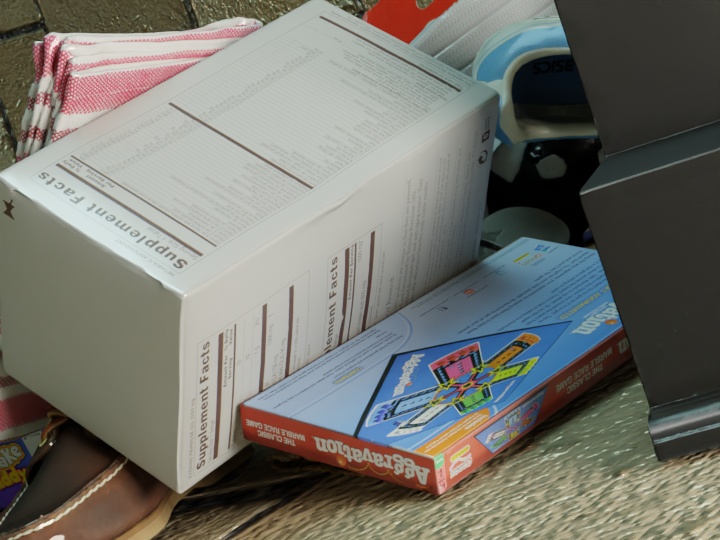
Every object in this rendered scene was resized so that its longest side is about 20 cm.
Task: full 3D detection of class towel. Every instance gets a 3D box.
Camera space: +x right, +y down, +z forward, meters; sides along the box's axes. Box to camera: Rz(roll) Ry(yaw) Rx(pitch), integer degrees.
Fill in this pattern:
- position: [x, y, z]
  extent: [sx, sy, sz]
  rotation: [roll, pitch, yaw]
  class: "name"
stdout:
- position: [-0.115, -0.019, 0.947]
  extent: [0.030, 0.200, 0.146]
  rotation: [31, 25, 26]
  class: "towel"

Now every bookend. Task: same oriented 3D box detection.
- position: [0.135, -0.057, 0.794]
  extent: [0.092, 0.201, 0.199]
  rotation: [-17, 6, 17]
  class: "bookend"

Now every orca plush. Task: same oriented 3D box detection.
- position: [0.089, -0.017, 1.147]
  extent: [0.105, 0.071, 0.200]
  rotation: [-1, -28, -38]
  class: "orca plush"

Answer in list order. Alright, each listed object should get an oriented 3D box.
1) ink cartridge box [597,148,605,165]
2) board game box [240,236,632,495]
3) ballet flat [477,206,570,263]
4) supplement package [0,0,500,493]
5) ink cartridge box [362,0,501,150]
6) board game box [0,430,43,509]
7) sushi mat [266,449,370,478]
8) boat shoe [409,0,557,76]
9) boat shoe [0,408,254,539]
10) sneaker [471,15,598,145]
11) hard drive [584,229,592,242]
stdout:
- position: [0.238, -0.061, 1.016]
  extent: [0.200, 0.083, 0.146]
  rotation: [-25, 8, -33]
  class: "ink cartridge box"
- position: [0.053, 0.035, 0.888]
  extent: [0.103, 0.020, 0.200]
  rotation: [11, 28, 39]
  class: "board game box"
- position: [0.029, 0.027, 0.984]
  extent: [0.067, 0.046, 0.200]
  rotation: [32, 44, 29]
  class: "ballet flat"
- position: [-0.048, -0.017, 0.903]
  extent: [0.114, 0.110, 0.200]
  rotation: [31, 46, 28]
  class: "supplement package"
- position: [0.052, -0.122, 1.238]
  extent: [0.050, 0.200, 0.162]
  rotation: [12, -37, -38]
  class: "ink cartridge box"
- position: [-0.167, 0.065, 1.149]
  extent: [0.134, 0.045, 0.200]
  rotation: [-17, 17, 30]
  class: "board game box"
- position: [0.059, 0.050, 0.942]
  extent: [0.200, 0.012, 0.096]
  rotation: [-23, 7, -29]
  class: "sushi mat"
- position: [0.034, -0.088, 1.111]
  extent: [0.200, 0.072, 0.071]
  rotation: [-31, -2, -24]
  class: "boat shoe"
- position: [-0.112, 0.083, 0.922]
  extent: [0.070, 0.071, 0.200]
  rotation: [-16, 9, 21]
  class: "boat shoe"
- position: [0.152, -0.102, 1.012]
  extent: [0.199, 0.072, 0.073]
  rotation: [-15, 39, 7]
  class: "sneaker"
- position: [0.052, -0.005, 1.326]
  extent: [0.199, 0.025, 0.132]
  rotation: [-21, 7, -11]
  class: "hard drive"
